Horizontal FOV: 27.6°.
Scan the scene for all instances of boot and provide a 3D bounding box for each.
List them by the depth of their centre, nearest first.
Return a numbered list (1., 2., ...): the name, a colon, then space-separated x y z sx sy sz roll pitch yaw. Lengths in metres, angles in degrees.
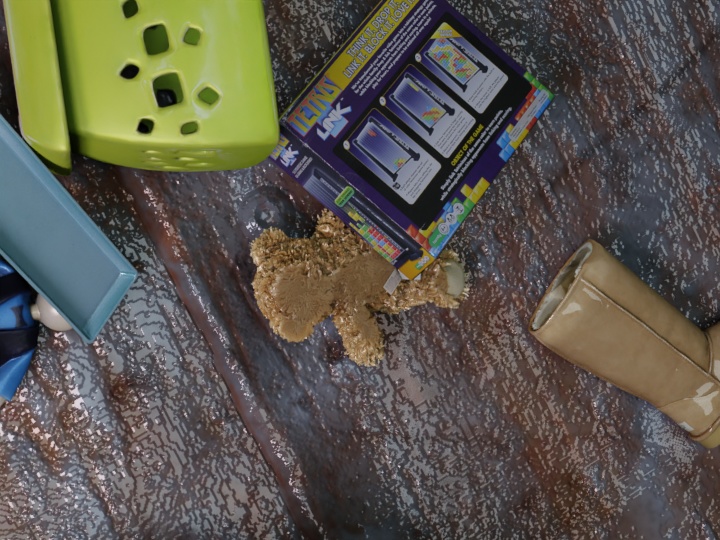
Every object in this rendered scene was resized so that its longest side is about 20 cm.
1. boot: 0.272 0.037 1.283 0.199 0.066 0.176 35 78 -11

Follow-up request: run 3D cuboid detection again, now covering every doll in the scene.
1. doll: -0.305 0.050 1.114 0.198 0.048 0.138 -17 91 -23

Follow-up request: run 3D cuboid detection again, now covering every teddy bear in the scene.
1. teddy bear: 0.000 0.000 1.209 0.199 0.067 0.146 -33 106 -22

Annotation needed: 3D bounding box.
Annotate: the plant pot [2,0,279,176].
1. plant pot: -0.171 -0.171 1.093 0.179 0.199 0.202 -8 90 -11

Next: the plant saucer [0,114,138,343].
1. plant saucer: -0.235 -0.028 1.070 0.070 0.019 0.200 -58 141 -21

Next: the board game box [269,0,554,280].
1. board game box: 0.040 -0.120 1.189 0.165 0.057 0.200 40 61 -3

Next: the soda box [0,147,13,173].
1. soda box: -0.347 -0.117 1.067 0.200 0.071 0.063 44 58 5
